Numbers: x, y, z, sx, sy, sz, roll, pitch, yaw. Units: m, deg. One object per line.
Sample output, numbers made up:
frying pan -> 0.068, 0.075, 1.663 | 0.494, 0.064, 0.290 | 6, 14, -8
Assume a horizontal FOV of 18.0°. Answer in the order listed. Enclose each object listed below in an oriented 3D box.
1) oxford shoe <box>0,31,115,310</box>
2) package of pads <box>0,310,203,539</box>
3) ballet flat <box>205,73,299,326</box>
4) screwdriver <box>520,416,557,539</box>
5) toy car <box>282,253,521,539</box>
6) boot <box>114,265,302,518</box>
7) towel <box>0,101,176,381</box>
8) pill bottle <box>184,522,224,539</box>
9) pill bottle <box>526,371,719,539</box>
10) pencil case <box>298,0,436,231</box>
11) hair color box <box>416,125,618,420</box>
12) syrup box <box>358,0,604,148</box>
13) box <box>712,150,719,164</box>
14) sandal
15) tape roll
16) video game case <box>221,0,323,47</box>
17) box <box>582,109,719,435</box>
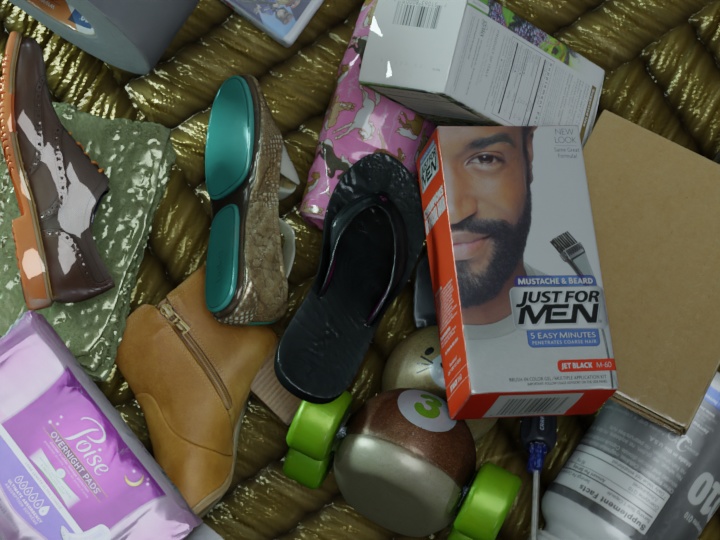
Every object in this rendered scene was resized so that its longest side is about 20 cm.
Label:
oxford shoe -> -0.219, -0.075, 1.633 | 0.073, 0.071, 0.201 | -8, 87, -6
package of pads -> -0.215, 0.137, 1.589 | 0.120, 0.076, 0.200 | -38, 87, -8
ballet flat -> -0.079, -0.048, 1.691 | 0.065, 0.070, 0.201 | 18, 64, -34
screwdriver -> 0.126, 0.159, 1.668 | 0.029, 0.028, 0.200 | 37, 39, -22
toy car -> 0.059, 0.088, 1.668 | 0.164, 0.158, 0.200 | 26, 70, 5
boot -> -0.143, 0.106, 1.675 | 0.144, 0.071, 0.201 | 43, 77, 4
towel -> -0.227, -0.026, 1.672 | 0.148, 0.036, 0.201 | 15, 81, 7
pill bottle -> -0.149, 0.285, 1.627 | 0.116, 0.116, 0.200 | 44, 80, -2
pill bottle -> 0.206, 0.165, 1.690 | 0.114, 0.114, 0.200 | 36, 81, -4
pencil case -> 0.019, -0.113, 1.706 | 0.086, 0.083, 0.201 | 16, 82, 20
hair color box -> 0.109, 0.000, 1.609 | 0.110, 0.064, 0.201 | -2, 69, -15
syrup box -> 0.092, -0.142, 1.660 | 0.079, 0.200, 0.082 | 11, 85, 37
box -> 0.366, -0.043, 1.766 | 0.200, 0.048, 0.159 | 36, 82, -4
sandal -> 0.001, 0.001, 1.606 | 0.075, 0.048, 0.201 | 23, 63, -7
tape roll -> -0.214, -0.223, 1.621 | 0.200, 0.200, 0.066 | 34, 81, -4
video game case -> -0.071, -0.302, 1.740 | 0.182, 0.023, 0.200 | 36, 80, -3
box -> 0.207, -0.002, 1.668 | 0.163, 0.021, 0.200 | 27, 72, 9
